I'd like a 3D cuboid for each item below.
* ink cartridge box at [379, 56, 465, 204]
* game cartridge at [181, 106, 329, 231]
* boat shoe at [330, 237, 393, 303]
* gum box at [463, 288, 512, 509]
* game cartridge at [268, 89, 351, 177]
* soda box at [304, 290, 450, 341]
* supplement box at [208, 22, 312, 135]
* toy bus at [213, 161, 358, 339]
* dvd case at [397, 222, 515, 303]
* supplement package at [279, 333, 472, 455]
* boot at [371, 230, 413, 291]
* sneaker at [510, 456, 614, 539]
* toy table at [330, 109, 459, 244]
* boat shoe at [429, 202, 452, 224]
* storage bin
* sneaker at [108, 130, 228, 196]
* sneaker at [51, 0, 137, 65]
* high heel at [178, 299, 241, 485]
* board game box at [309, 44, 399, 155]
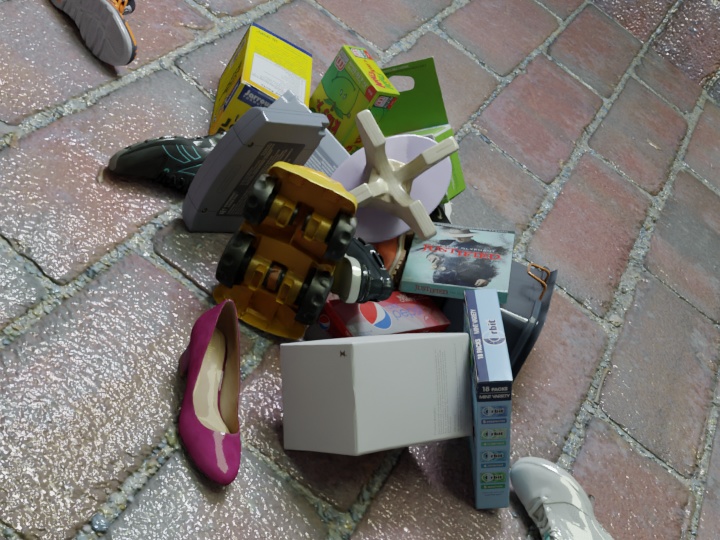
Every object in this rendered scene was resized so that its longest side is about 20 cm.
[{"bbox_3d":[0.055,-0.194,1.855,0.076,0.146,0.202,-37,115,-58],"label":"ink cartridge box"},{"bbox_3d":[-0.139,-0.126,1.592,0.132,0.200,0.042,3,47,-44],"label":"game cartridge"},{"bbox_3d":[0.000,-0.002,1.576,0.065,0.075,0.199,6,7,-12],"label":"boat shoe"},{"bbox_3d":[0.152,0.153,1.521,0.044,0.202,0.171,-3,35,1],"label":"gum box"},{"bbox_3d":[-0.079,-0.132,1.736,0.200,0.133,0.040,48,-14,-1],"label":"game cartridge"},{"bbox_3d":[0.024,0.074,1.623,0.199,0.064,0.070,-7,51,-50],"label":"soda box"},{"bbox_3d":[-0.145,-0.257,1.860,0.108,0.110,0.201,26,31,-16],"label":"supplement box"},{"bbox_3d":[-0.076,-0.047,1.556,0.135,0.201,0.192,26,24,1],"label":"toy bus"},{"bbox_3d":[0.136,-0.014,1.730,0.144,0.022,0.200,7,25,8],"label":"dvd case"},{"bbox_3d":[0.019,0.136,1.434,0.199,0.119,0.123,0,88,-47],"label":"supplement package"},{"bbox_3d":[0.013,-0.019,1.749,0.106,0.076,0.201,15,37,1],"label":"boot"},{"bbox_3d":[0.240,0.314,1.518,0.088,0.076,0.200,-22,64,-43],"label":"sneaker"},{"bbox_3d":[0.040,-0.118,1.677,0.184,0.200,0.117,49,-12,0],"label":"toy table"},{"bbox_3d":[0.107,-0.061,1.887,0.060,0.074,0.201,21,32,-21],"label":"boat shoe"},{"bbox_3d":[0.188,0.045,1.774,0.133,0.147,0.200,26,29,1],"label":"storage bin"},{"bbox_3d":[-0.227,-0.133,1.636,0.198,0.075,0.080,-9,87,-31],"label":"sneaker"},{"bbox_3d":[-0.357,-0.372,1.829,0.111,0.078,0.200,-10,53,-50],"label":"sneaker"},{"bbox_3d":[-0.150,0.125,1.337,0.067,0.096,0.201,13,37,-34],"label":"high heel"},{"bbox_3d":[-0.035,-0.210,1.817,0.047,0.201,0.102,0,45,-45],"label":"board game box"}]
